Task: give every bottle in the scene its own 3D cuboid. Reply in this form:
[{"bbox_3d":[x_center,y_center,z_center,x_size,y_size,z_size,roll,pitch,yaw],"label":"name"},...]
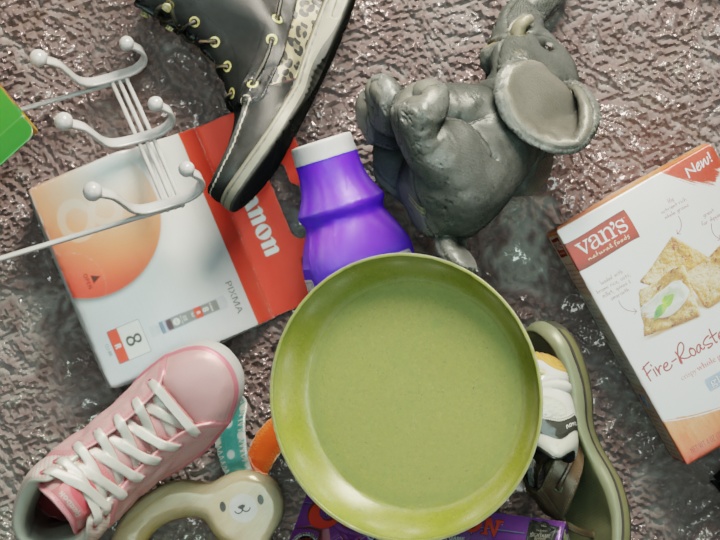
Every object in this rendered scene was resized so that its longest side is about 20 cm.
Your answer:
[{"bbox_3d":[0.000,0.000,1.222,0.083,0.065,0.201,-19,94,-18],"label":"bottle"}]

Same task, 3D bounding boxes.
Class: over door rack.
[{"bbox_3d":[-0.227,-0.078,1.181,0.200,0.067,0.148,-24,56,-4],"label":"over door rack"}]

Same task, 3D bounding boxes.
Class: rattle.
[{"bbox_3d":[-0.112,0.188,1.193,0.130,0.143,0.200,39,95,18],"label":"rattle"}]

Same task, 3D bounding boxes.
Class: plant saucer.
[{"bbox_3d":[0.034,0.088,1.158,0.199,0.031,0.201,1,92,21],"label":"plant saucer"}]

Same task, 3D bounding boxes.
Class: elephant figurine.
[{"bbox_3d":[0.110,-0.116,1.210,0.200,0.141,0.156,-23,119,-17],"label":"elephant figurine"}]

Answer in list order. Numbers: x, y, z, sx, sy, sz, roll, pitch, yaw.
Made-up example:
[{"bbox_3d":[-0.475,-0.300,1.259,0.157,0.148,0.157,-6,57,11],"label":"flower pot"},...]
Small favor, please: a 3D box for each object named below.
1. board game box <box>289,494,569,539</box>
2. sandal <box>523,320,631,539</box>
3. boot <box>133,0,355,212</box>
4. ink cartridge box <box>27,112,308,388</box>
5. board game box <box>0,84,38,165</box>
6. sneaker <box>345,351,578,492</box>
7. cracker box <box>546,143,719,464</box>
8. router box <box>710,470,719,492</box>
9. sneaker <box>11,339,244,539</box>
[{"bbox_3d":[0.039,0.222,1.183,0.199,0.032,0.120,4,45,20],"label":"board game box"},{"bbox_3d":[0.143,0.139,1.223,0.057,0.080,0.202,-10,80,-29],"label":"sandal"},{"bbox_3d":[-0.106,-0.156,1.217,0.153,0.073,0.204,26,72,1],"label":"boot"},{"bbox_3d":[-0.125,-0.022,1.236,0.200,0.050,0.163,-23,91,2],"label":"ink cartridge box"},{"bbox_3d":[-0.308,-0.120,1.191,0.096,0.030,0.200,-42,53,-1],"label":"board game box"},{"bbox_3d":[0.063,0.131,1.193,0.200,0.076,0.088,-25,69,24],"label":"sneaker"},{"bbox_3d":[0.247,0.024,1.239,0.134,0.058,0.200,-30,90,-2],"label":"cracker box"},{"bbox_3d":[0.359,0.115,1.195,0.200,0.150,0.062,-42,90,-1],"label":"router box"},{"bbox_3d":[-0.168,0.133,1.180,0.200,0.105,0.075,-37,97,16],"label":"sneaker"}]
